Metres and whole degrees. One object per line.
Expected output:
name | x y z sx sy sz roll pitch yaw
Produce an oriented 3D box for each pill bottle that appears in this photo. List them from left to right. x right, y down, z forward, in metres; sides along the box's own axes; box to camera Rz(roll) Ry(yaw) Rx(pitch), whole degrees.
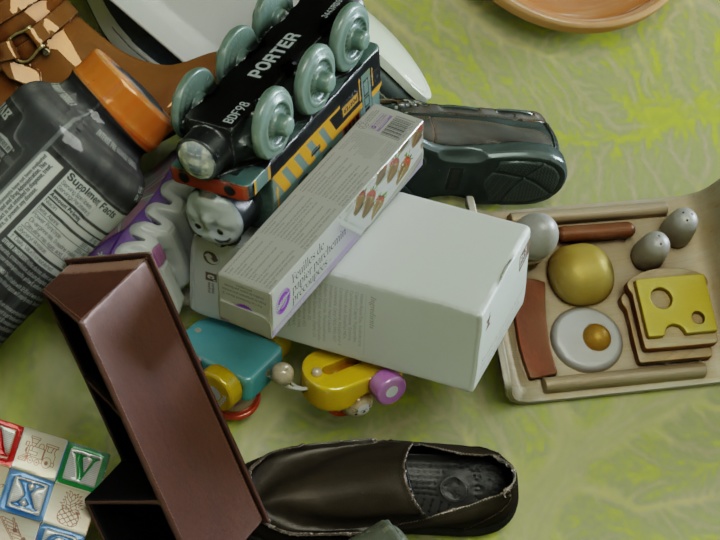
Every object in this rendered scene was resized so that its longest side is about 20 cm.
pill bottle | -0.209 -0.046 1.656 0.200 0.106 0.106 -45 82 2

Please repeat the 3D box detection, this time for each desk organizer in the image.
desk organizer | -0.137 0.095 1.621 0.077 0.072 0.200 -47 123 -45

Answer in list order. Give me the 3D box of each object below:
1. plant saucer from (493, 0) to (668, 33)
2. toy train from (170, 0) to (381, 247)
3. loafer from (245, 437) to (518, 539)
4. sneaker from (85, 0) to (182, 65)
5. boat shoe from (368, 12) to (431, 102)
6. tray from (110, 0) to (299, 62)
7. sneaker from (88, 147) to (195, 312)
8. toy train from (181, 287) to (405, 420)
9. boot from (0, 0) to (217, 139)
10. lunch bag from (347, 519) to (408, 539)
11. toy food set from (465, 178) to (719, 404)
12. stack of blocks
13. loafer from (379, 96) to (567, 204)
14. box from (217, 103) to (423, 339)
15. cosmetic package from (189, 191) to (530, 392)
plant saucer | 0.149 -0.260 1.940 0.200 0.037 0.201 6 66 -13
toy train | -0.052 -0.100 1.683 0.085 0.114 0.200 14 41 24
loafer | 0.012 0.136 1.710 0.200 0.071 0.073 -4 68 -16
sneaker | -0.128 -0.224 1.787 0.202 0.146 0.077 51 39 9
boat shoe | -0.039 -0.172 1.851 0.200 0.073 0.062 40 106 -3
tray | -0.112 -0.204 1.747 0.200 0.022 0.107 41 101 -15
sneaker | -0.140 -0.035 1.748 0.088 0.081 0.200 6 44 29
toy train | -0.034 0.046 1.753 0.199 0.056 0.150 -3 40 -4
boot | -0.187 -0.145 1.733 0.200 0.074 0.155 -24 92 4
lunch bag | -0.001 0.279 1.615 0.168 0.139 0.200 -31 76 -7
toy food set | 0.177 0.009 1.815 0.200 0.060 0.144 -5 68 -16
stack of blocks | -0.263 0.120 1.654 0.200 0.059 0.115 18 63 -6
loafer | 0.043 -0.088 1.827 0.200 0.072 0.063 6 49 -18
box | -0.023 -0.034 1.665 0.041 0.039 0.200 19 44 21
cosmetic package | 0.000 0.000 1.711 0.200 0.074 0.102 17 43 15
